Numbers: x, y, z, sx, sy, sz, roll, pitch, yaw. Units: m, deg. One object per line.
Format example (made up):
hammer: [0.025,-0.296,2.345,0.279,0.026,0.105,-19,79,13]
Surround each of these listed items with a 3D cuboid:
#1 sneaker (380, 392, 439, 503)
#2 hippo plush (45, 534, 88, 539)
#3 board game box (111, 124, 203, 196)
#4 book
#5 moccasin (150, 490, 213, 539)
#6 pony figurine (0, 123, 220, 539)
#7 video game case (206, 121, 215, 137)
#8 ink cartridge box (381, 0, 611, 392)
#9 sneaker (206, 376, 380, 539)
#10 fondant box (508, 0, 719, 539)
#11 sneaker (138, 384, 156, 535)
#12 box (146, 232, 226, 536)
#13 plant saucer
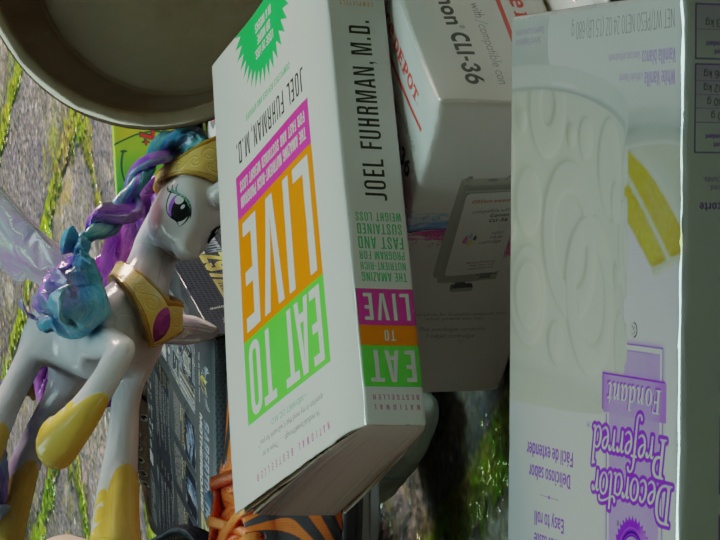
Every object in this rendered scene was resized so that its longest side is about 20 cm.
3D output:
sneaker: [0.000,0.000,1.192,0.080,0.070,0.201,-43,57,59]
hippo plush: [-0.115,0.244,1.400,0.159,0.160,0.200,-47,30,41]
board game box: [-0.117,-0.101,1.524,0.102,0.047,0.201,89,176,-76]
book: [-0.016,-0.016,1.058,0.134,0.048,0.201,134,134,-61]
moccasin: [-0.069,0.147,1.195,0.080,0.200,0.068,9,115,46]
pony figurine: [-0.127,0.029,1.209,0.193,0.166,0.201,-7,56,52]
video game case: [-0.042,-0.094,1.373,0.200,0.024,0.183,-125,39,-61]
ink cartridge box: [0.035,-0.060,1.066,0.117,0.067,0.200,-109,25,-44]
sneaker: [-0.052,0.121,1.122,0.078,0.112,0.201,-34,62,52]
fondant box: [0.101,0.011,0.884,0.144,0.058,0.201,-175,84,-72]
sneaker: [-0.116,0.073,1.519,0.071,0.075,0.201,-115,31,-52]
box: [-0.073,0.086,1.393,0.158,0.051,0.201,-125,31,-61]
plant saucer: [-0.084,-0.162,1.194,0.029,0.199,0.201,10,-103,-65]
